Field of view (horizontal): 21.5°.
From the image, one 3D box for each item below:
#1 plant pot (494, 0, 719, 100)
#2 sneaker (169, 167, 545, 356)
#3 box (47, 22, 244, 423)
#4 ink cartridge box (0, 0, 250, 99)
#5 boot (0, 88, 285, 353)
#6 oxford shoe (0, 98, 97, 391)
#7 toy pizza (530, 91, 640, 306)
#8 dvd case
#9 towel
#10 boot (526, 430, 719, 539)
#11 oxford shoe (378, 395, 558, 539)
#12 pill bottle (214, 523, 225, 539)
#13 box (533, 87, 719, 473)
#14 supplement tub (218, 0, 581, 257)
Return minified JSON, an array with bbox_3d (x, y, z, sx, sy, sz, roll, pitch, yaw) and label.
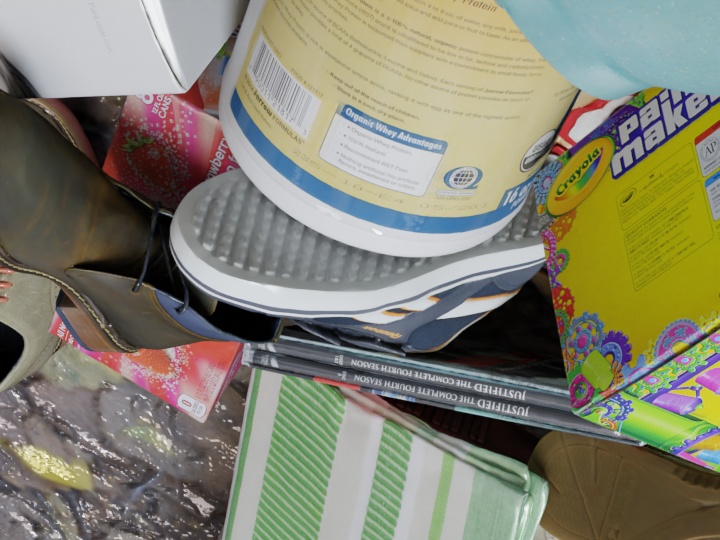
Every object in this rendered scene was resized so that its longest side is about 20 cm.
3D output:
[{"bbox_3d":[0.106,-0.135,0.595,0.134,0.200,0.200,-29,112,27],"label":"plant pot"},{"bbox_3d":[0.000,0.000,0.850,0.079,0.199,0.079,-57,47,44],"label":"sneaker"},{"bbox_3d":[-0.075,-0.032,0.950,0.099,0.096,0.200,30,135,2],"label":"box"},{"bbox_3d":[-0.143,-0.146,0.850,0.199,0.147,0.083,1,128,27],"label":"ink cartridge box"},{"bbox_3d":[-0.102,-0.021,0.833,0.097,0.075,0.200,4,156,19],"label":"boot"},{"bbox_3d":[-0.186,-0.010,1.030,0.070,0.075,0.200,19,134,13],"label":"oxford shoe"},{"bbox_3d":[0.156,-0.018,0.888,0.200,0.032,0.201,14,133,16],"label":"toy pizza"},{"bbox_3d":[0.062,0.052,0.929,0.199,0.146,0.022,11,95,23],"label":"dvd case"},{"bbox_3d":[0.003,0.135,0.951,0.200,0.023,0.153,25,109,42],"label":"towel"},{"bbox_3d":[0.194,0.128,0.896,0.200,0.155,0.073,21,98,32],"label":"boot"},{"bbox_3d":[0.052,0.108,1.009,0.200,0.070,0.075,26,113,8],"label":"oxford shoe"},{"bbox_3d":[-0.032,0.176,1.096,0.112,0.112,0.200,31,135,0],"label":"pill bottle"},{"bbox_3d":[0.209,-0.010,0.738,0.192,0.122,0.200,24,134,-33],"label":"box"},{"bbox_3d":[0.034,-0.120,0.778,0.144,0.145,0.200,28,131,3],"label":"supplement tub"}]
